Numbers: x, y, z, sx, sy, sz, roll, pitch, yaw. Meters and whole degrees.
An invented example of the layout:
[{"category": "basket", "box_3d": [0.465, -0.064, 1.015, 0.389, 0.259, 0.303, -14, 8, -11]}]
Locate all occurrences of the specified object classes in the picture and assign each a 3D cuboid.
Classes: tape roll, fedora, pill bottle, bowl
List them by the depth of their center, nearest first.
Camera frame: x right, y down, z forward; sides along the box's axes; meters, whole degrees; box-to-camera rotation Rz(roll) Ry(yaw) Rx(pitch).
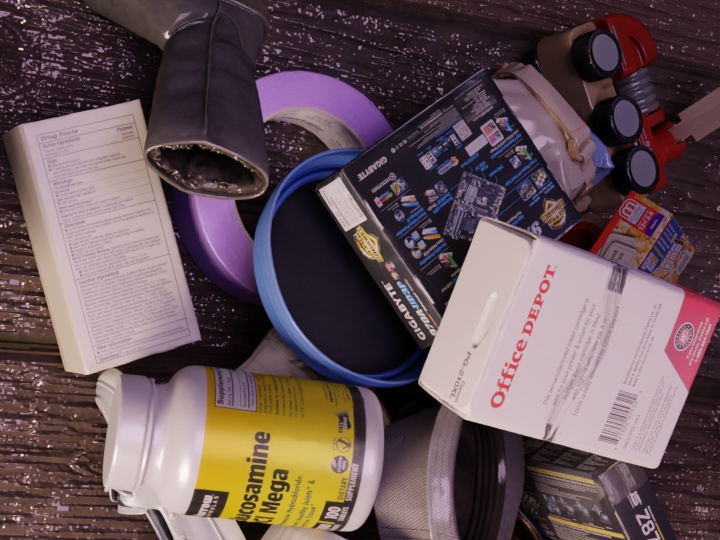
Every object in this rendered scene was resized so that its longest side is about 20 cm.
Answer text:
[{"category": "pill bottle", "box_3d": [-0.090, 0.134, 0.994, 0.199, 0.112, 0.113, 8, 84, -14]}, {"category": "bowl", "box_3d": [0.000, 0.000, 1.067, 0.200, 0.039, 0.202, 15, 64, -32]}, {"category": "fedora", "box_3d": [0.066, 0.174, 1.091, 0.200, 0.090, 0.178, -58, 138, -53]}, {"category": "tape roll", "box_3d": [-0.059, -0.068, 1.129, 0.199, 0.066, 0.201, 1, 89, -26]}]

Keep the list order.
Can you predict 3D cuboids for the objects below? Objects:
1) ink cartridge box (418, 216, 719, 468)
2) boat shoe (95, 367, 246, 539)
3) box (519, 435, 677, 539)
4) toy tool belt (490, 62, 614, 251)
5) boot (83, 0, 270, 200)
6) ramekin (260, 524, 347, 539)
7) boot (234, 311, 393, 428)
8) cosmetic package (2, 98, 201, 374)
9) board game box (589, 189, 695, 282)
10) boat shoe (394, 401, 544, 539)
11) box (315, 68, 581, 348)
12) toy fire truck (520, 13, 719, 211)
[{"category": "ink cartridge box", "box_3d": [0.164, 0.058, 1.020, 0.199, 0.084, 0.146, 18, 97, -30]}, {"category": "boat shoe", "box_3d": [-0.167, 0.176, 1.064, 0.071, 0.070, 0.201, -37, 105, -24]}, {"category": "box", "box_3d": [0.204, 0.229, 1.173, 0.049, 0.200, 0.162, -32, 101, -22]}, {"category": "toy tool belt", "box_3d": [0.178, -0.103, 1.211, 0.200, 0.125, 0.123, 49, 38, 1]}, {"category": "boot", "box_3d": [-0.151, -0.154, 1.024, 0.181, 0.073, 0.201, 12, 53, -10]}, {"category": "ramekin", "box_3d": [-0.009, 0.274, 1.064, 0.202, 0.202, 0.095, 31, 79, -22]}, {"category": "boot", "box_3d": [-0.058, 0.139, 1.116, 0.154, 0.072, 0.200, -40, 128, -7]}, {"category": "cosmetic package", "box_3d": [-0.208, -0.026, 1.049, 0.103, 0.073, 0.201, -15, 95, -26]}, {"category": "board game box", "box_3d": [0.217, 0.040, 1.161, 0.201, 0.046, 0.151, -57, 156, 2]}, {"category": "boat shoe", "box_3d": [0.104, 0.201, 1.190, 0.072, 0.068, 0.201, -35, 93, -36]}, {"category": "box", "box_3d": [0.078, -0.056, 1.087, 0.200, 0.046, 0.159, -39, 97, -37]}, {"category": "toy fire truck", "box_3d": [0.283, -0.172, 1.280, 0.199, 0.128, 0.177, -26, 99, -36]}]
